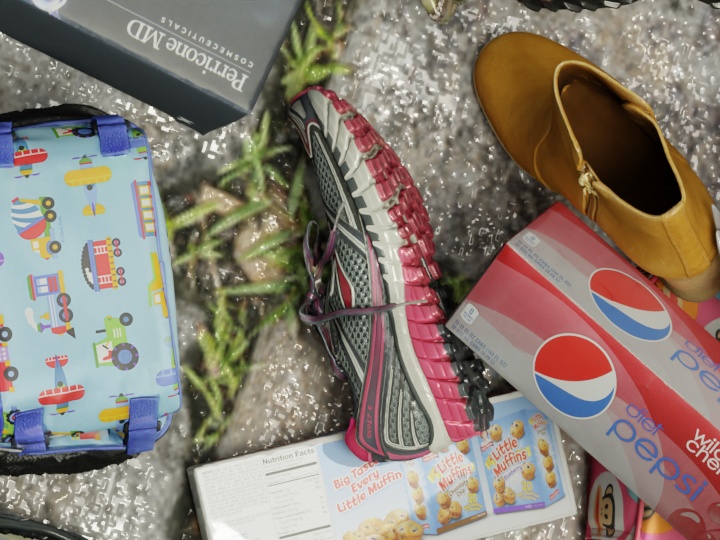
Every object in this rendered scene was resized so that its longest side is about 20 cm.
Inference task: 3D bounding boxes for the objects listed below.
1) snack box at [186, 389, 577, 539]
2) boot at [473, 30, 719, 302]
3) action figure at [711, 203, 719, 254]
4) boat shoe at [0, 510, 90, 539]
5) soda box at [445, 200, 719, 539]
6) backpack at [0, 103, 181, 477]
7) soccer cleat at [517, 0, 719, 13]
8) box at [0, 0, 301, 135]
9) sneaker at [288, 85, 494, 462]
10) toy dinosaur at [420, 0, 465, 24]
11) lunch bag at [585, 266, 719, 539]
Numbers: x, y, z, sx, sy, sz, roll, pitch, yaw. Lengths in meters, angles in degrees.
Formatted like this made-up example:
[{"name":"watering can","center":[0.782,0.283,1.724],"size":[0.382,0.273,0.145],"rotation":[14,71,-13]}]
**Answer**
[{"name":"snack box","center":[0.013,0.116,1.566],"size":[0.199,0.024,0.072],"rotation":[-12,89,-16]},{"name":"boot","center":[0.113,-0.077,1.507],"size":[0.071,0.144,0.201],"rotation":[-39,63,-2]},{"name":"action figure","center":[0.232,-0.014,1.507],"size":[0.200,0.069,0.131],"rotation":[-49,133,-53]},{"name":"boat shoe","center":[-0.151,0.167,1.495],"size":[0.199,0.066,0.075],"rotation":[34,78,-12]},{"name":"soda box","center":[0.143,0.060,1.493],"size":[0.200,0.064,0.070],"rotation":[41,33,8]},{"name":"backpack","center":[-0.197,0.013,1.458],"size":[0.199,0.135,0.184],"rotation":[-3,87,-13]},{"name":"soccer cleat","center":[0.174,-0.178,1.580],"size":[0.198,0.068,0.074],"rotation":[1,71,10]},{"name":"box","center":[-0.092,-0.193,1.511],"size":[0.148,0.107,0.201],"rotation":[25,81,-14]},{"name":"sneaker","center":[0.000,0.000,1.537],"size":[0.074,0.081,0.201],"rotation":[-22,76,14]},{"name":"toy dinosaur","center":[0.043,-0.233,1.584],"size":[0.088,0.047,0.201],"rotation":[23,80,-28]},{"name":"lunch bag","center":[0.213,0.096,1.593],"size":[0.175,0.082,0.202],"rotation":[6,85,-16]}]
